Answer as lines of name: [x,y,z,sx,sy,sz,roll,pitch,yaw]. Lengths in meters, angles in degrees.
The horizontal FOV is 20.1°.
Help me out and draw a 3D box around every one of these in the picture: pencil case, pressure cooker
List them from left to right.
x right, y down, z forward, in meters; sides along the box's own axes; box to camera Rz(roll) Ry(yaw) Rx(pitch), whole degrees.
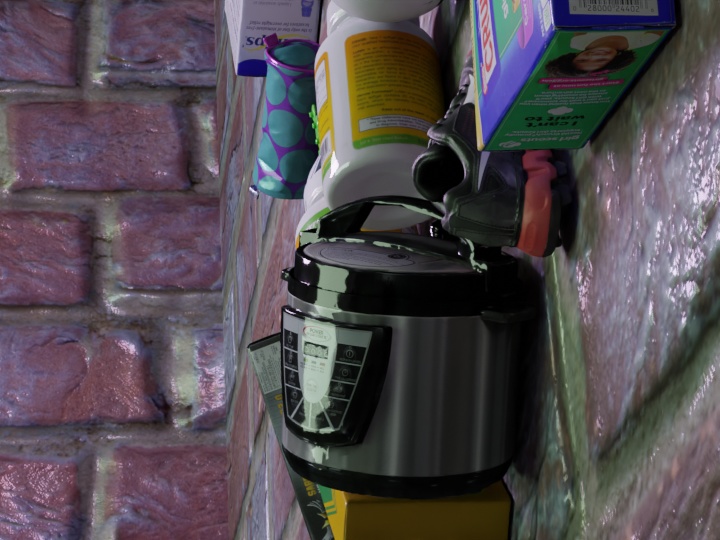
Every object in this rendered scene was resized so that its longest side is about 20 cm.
pencil case: [-0.087,-0.184,2.491,0.092,0.085,0.201,35,133,31]
pressure cooker: [0.028,0.047,1.455,0.179,0.174,0.202,-117,29,-78]

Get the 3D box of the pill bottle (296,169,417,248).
pill bottle: [0.000,0.000,1.790,0.112,0.110,0.201,100,167,-46]

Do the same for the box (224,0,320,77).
box: [-0.111,-0.377,2.608,0.184,0.104,0.201,-103,17,-55]

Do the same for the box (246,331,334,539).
box: [-0.028,0.151,1.831,0.158,0.048,0.202,2,-111,-75]

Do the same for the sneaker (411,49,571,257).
sneaker: [0.080,-0.089,1.381,0.201,0.097,0.071,-97,10,-46]

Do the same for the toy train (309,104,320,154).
toy train: [-0.027,-0.127,2.264,0.200,0.041,0.057,-105,8,-59]

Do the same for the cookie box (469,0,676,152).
cookie box: [0.119,-0.182,1.211,0.200,0.074,0.173,116,153,-71]

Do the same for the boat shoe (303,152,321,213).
boat shoe: [-0.017,-0.081,2.077,0.091,0.070,0.201,-93,11,-46]

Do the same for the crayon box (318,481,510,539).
crayon box: [0.039,0.168,1.534,0.200,0.126,0.051,-117,29,-69]

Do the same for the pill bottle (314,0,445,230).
pill bottle: [0.017,-0.146,1.744,0.111,0.110,0.201,104,164,-56]

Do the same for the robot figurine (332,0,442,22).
robot figurine: [0.024,-0.308,1.693,0.125,0.149,0.202,-21,66,57]
